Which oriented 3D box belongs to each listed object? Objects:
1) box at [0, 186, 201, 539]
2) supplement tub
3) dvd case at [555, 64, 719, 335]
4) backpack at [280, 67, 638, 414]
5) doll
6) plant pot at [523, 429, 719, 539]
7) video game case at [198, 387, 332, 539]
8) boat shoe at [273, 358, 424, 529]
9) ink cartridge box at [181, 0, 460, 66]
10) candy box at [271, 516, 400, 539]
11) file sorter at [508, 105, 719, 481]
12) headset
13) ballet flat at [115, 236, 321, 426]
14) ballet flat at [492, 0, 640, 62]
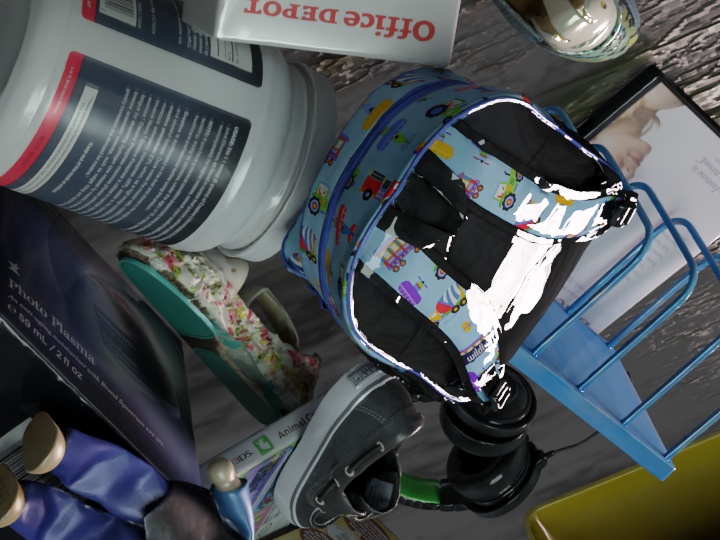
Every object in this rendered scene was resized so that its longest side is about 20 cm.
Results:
[{"bbox_3d":[-0.205,0.064,1.473,0.123,0.199,0.200,-35,121,12],"label":"box"},{"bbox_3d":[-0.129,-0.094,1.418,0.199,0.141,0.141,21,120,-26],"label":"supplement tub"},{"bbox_3d":[0.164,-0.034,1.615,0.200,0.018,0.143,-40,126,18],"label":"dvd case"},{"bbox_3d":[0.039,-0.032,1.374,0.183,0.134,0.200,-55,147,3],"label":"backpack"},{"bbox_3d":[-0.126,0.160,1.399,0.200,0.048,0.137,32,102,-31],"label":"doll"},{"bbox_3d":[0.260,0.262,1.767,0.199,0.200,0.177,-23,140,4],"label":"plant pot"},{"bbox_3d":[-0.072,0.153,1.604,0.182,0.022,0.200,-29,160,-38],"label":"video game case"},{"bbox_3d":[-0.001,0.127,1.535,0.070,0.066,0.200,-31,161,-31],"label":"boat shoe"},{"bbox_3d":[-0.010,-0.221,1.341,0.146,0.083,0.201,5,101,-18],"label":"ink cartridge box"},{"bbox_3d":[-0.065,0.244,1.684,0.200,0.055,0.116,-15,142,-51],"label":"candy box"},{"bbox_3d":[0.156,0.009,1.550,0.123,0.139,0.200,-43,124,15],"label":"file sorter"},{"bbox_3d":[0.094,0.108,1.690,0.199,0.094,0.124,-3,134,8],"label":"headset"},{"bbox_3d":[-0.089,0.027,1.578,0.064,0.075,0.200,-56,135,-19],"label":"ballet flat"},{"bbox_3d":[0.107,-0.177,1.460,0.074,0.074,0.200,-41,126,18],"label":"ballet flat"}]
